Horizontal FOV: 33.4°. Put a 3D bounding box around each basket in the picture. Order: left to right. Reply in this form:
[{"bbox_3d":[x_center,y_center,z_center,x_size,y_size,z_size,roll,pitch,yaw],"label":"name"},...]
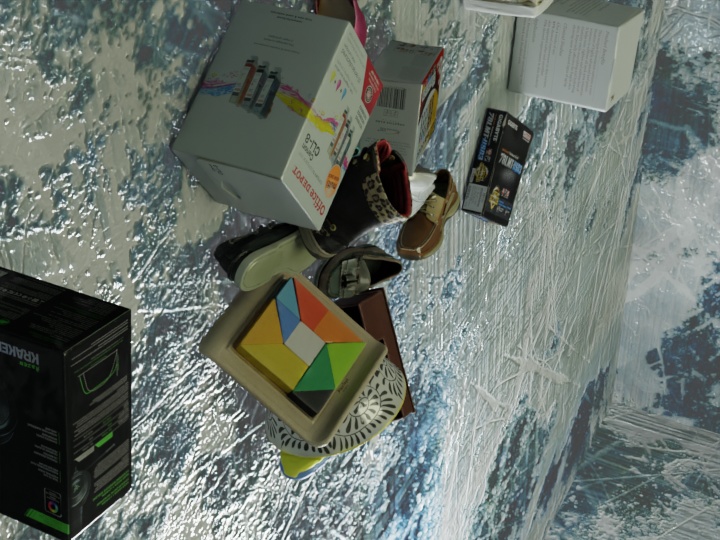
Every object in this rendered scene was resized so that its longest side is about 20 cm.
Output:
[{"bbox_3d":[0.262,-0.515,1.958,0.200,0.135,0.124,-51,144,-43],"label":"basket"}]

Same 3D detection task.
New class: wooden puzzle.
[{"bbox_3d":[-0.078,0.096,1.503,0.185,0.200,0.037,-55,-175,-38],"label":"wooden puzzle"}]

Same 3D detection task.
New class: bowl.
[{"bbox_3d":[-0.048,0.147,1.607,0.201,0.200,0.094,-53,134,-40],"label":"bowl"}]

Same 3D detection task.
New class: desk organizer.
[{"bbox_3d":[0.012,0.135,1.792,0.077,0.072,0.201,-29,107,-57],"label":"desk organizer"}]

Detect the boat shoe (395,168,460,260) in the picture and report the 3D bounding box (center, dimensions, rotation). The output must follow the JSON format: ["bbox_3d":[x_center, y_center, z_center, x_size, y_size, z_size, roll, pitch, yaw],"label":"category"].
[{"bbox_3d":[0.106,-0.096,1.963,0.200,0.075,0.074,-62,151,-47],"label":"boat shoe"}]

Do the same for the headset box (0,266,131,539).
[{"bbox_3d":[-0.292,0.114,1.030,0.093,0.174,0.201,-39,141,-55],"label":"headset box"}]

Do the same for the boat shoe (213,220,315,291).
[{"bbox_3d":[-0.111,-0.030,1.497,0.199,0.066,0.075,-30,146,-51],"label":"boat shoe"}]

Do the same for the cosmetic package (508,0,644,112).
[{"bbox_3d":[0.407,-0.418,2.270,0.166,0.199,0.168,-39,140,-54],"label":"cosmetic package"}]

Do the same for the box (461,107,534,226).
[{"bbox_3d":[0.263,-0.193,2.286,0.200,0.050,0.199,14,93,-68],"label":"box"}]

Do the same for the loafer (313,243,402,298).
[{"bbox_3d":[0.000,0.000,1.777,0.200,0.063,0.072,-25,127,-61],"label":"loafer"}]

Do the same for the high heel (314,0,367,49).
[{"bbox_3d":[-0.034,-0.330,1.460,0.096,0.067,0.201,-42,138,-68],"label":"high heel"}]

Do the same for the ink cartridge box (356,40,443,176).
[{"bbox_3d":[0.054,-0.210,1.680,0.200,0.084,0.176,-63,161,-62],"label":"ink cartridge box"}]

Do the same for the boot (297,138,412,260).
[{"bbox_3d":[-0.025,-0.125,1.443,0.073,0.150,0.201,-10,83,-50],"label":"boot"}]

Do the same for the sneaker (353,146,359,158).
[{"bbox_3d":[-0.035,-0.167,1.561,0.078,0.079,0.201,40,66,-66],"label":"sneaker"}]

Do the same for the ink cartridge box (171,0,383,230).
[{"bbox_3d":[-0.090,-0.172,1.347,0.201,0.144,0.145,-67,157,-14],"label":"ink cartridge box"}]

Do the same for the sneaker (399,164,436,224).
[{"bbox_3d":[0.070,-0.117,1.828,0.087,0.074,0.200,-64,167,-4],"label":"sneaker"}]

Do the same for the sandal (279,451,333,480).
[{"bbox_3d":[-0.056,0.252,1.805,0.200,0.079,0.087,-46,149,-46],"label":"sandal"}]
